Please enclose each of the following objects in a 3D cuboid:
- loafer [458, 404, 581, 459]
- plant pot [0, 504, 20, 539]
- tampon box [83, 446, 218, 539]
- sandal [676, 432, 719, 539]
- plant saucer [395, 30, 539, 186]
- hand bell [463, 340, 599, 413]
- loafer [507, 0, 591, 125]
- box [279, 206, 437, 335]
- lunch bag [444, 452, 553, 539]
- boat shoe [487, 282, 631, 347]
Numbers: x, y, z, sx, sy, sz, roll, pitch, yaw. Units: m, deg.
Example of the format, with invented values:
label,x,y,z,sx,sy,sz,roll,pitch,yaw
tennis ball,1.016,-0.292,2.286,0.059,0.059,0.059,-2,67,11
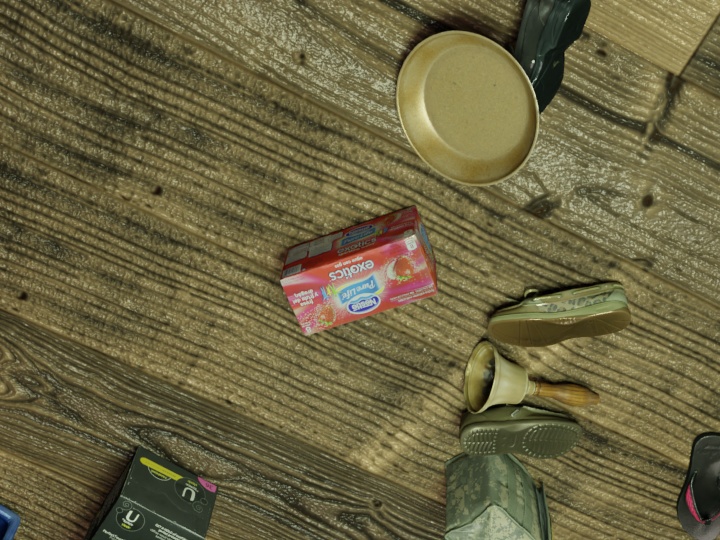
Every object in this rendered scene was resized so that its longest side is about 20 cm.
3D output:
label,x,y,z,sx,sy,sz,roll,pitch,yaw
loafer,0.237,0.234,1.474,0.197,0.068,0.077,6,122,-17
plant pot,-0.696,0.462,1.572,0.199,0.201,0.180,36,119,-15
tampon box,-0.343,0.414,1.562,0.149,0.127,0.201,30,114,-12
sandal,0.534,0.344,1.522,0.074,0.045,0.202,-2,117,4
plant saucer,0.138,-0.206,1.237,0.198,0.035,0.202,18,127,26
hand bell,0.261,0.174,1.443,0.198,0.105,0.105,13,118,-18
loafer,0.216,-0.265,1.230,0.072,0.072,0.201,41,127,26
box,0.000,0.000,1.347,0.198,0.100,0.096,-18,115,12
lunch bag,0.227,0.380,1.490,0.117,0.165,0.200,-38,110,23
boat shoe,0.278,0.061,1.392,0.197,0.063,0.074,-6,143,9
